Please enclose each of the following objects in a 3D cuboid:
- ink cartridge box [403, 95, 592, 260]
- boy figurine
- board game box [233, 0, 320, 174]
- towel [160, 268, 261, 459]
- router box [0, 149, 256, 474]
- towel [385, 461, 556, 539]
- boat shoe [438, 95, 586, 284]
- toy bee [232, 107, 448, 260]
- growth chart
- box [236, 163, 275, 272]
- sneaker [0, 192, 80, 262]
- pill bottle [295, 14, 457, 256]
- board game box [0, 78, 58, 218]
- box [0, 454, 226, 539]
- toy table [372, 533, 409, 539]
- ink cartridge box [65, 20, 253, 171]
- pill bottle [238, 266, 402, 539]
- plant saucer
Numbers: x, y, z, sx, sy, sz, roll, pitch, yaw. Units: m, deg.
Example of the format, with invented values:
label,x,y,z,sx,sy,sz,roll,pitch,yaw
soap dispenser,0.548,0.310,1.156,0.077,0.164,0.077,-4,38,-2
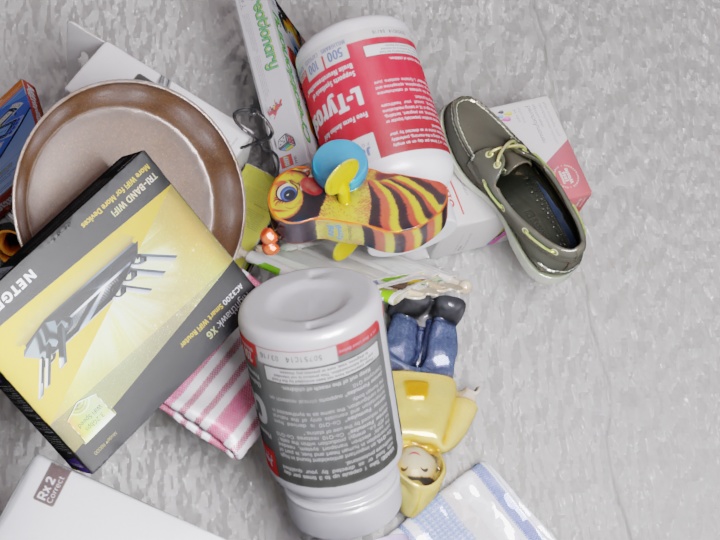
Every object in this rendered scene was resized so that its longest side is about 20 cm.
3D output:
label,x,y,z,sx,sy,sz,roll,pitch,yaw
ink cartridge box,0.107,-0.087,1.385,0.199,0.068,0.117,-15,69,-19
boy figurine,0.045,0.117,1.274,0.124,0.064,0.201,14,59,-8
board game box,-0.064,-0.157,1.351,0.034,0.126,0.201,-20,67,11
towel,-0.141,0.048,1.202,0.200,0.030,0.147,34,62,2
router box,-0.195,0.031,1.110,0.200,0.052,0.157,-47,110,-23
towel,0.083,0.270,1.229,0.200,0.024,0.147,-34,75,-25
boat shoe,0.142,-0.084,1.320,0.072,0.060,0.202,-26,74,-23
toy bee,-0.032,-0.049,1.203,0.199,0.131,0.109,10,60,33
growth chart,0.000,0.000,1.268,0.144,0.018,0.200,26,18,34
box,-0.132,0.003,1.285,0.050,0.075,0.200,29,63,3
sneaker,-0.299,-0.048,1.232,0.200,0.078,0.077,20,66,45
pill bottle,0.019,-0.120,1.301,0.112,0.112,0.201,-12,74,-18
board game box,-0.340,-0.064,1.217,0.200,0.019,0.103,-39,51,16
box,-0.207,0.282,1.097,0.199,0.131,0.199,24,62,0
toy table,-0.010,0.288,1.098,0.183,0.200,0.117,-18,73,-16
ink cartridge box,-0.203,-0.127,1.310,0.200,0.116,0.067,32,63,5
pill bottle,-0.027,0.109,1.150,0.113,0.201,0.114,-7,28,4
plant saucer,-0.189,-0.053,1.167,0.200,0.034,0.201,2,86,-30
